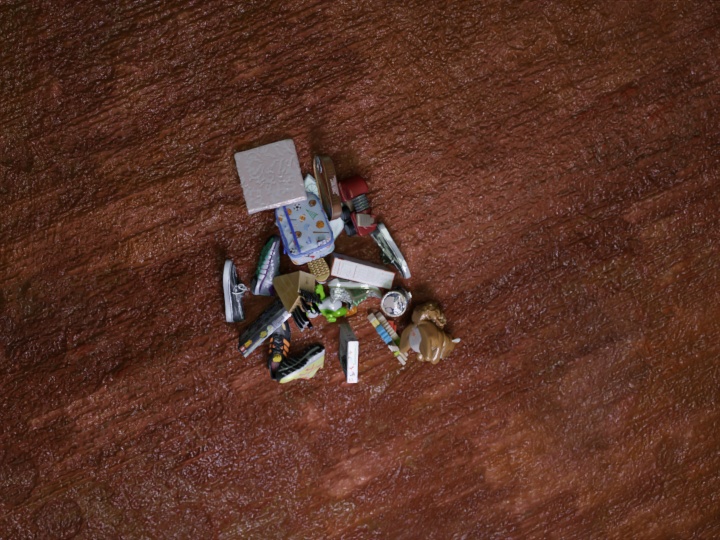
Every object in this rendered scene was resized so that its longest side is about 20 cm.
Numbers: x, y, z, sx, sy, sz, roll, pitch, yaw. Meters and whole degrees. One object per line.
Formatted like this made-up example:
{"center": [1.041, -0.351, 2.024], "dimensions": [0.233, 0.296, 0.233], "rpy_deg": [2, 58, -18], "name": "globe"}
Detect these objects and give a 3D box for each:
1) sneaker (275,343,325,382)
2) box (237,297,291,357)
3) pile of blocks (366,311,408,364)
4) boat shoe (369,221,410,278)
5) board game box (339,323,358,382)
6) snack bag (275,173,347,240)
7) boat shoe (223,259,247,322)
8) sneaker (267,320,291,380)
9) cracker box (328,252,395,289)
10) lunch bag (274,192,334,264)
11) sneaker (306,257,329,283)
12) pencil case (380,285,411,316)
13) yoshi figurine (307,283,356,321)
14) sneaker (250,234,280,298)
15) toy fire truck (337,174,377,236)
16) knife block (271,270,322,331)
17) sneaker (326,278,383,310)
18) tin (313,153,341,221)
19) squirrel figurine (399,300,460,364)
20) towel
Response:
{"center": [-0.185, 0.318, 1.717], "dimensions": [0.198, 0.077, 0.092], "rpy_deg": [-25, 122, -39], "name": "sneaker"}
{"center": [-0.298, 0.167, 1.676], "dimensions": [0.199, 0.137, 0.040], "rpy_deg": [-43, 106, 1], "name": "box"}
{"center": [0.105, 0.214, 1.766], "dimensions": [0.062, 0.082, 0.201], "rpy_deg": [-37, 102, 0], "name": "pile of blocks"}
{"center": [0.092, -0.055, 1.728], "dimensions": [0.063, 0.071, 0.202], "rpy_deg": [-31, 94, -2], "name": "boat shoe"}
{"center": [-0.039, 0.256, 1.694], "dimensions": [0.034, 0.200, 0.130], "rpy_deg": [0, 101, -10], "name": "board game box"}
{"center": [-0.140, -0.170, 1.698], "dimensions": [0.198, 0.021, 0.190], "rpy_deg": [35, 94, -15], "name": "snack bag"}
{"center": [-0.390, 0.065, 1.677], "dimensions": [0.066, 0.074, 0.205], "rpy_deg": [-1, 100, -3], "name": "boat shoe"}
{"center": [-0.261, 0.253, 1.720], "dimensions": [0.068, 0.090, 0.205], "rpy_deg": [6, 99, -8], "name": "sneaker"}
{"center": [0.000, 0.000, 1.689], "dimensions": [0.195, 0.134, 0.059], "rpy_deg": [15, 98, -9], "name": "cracker box"}
{"center": [-0.170, -0.122, 1.608], "dimensions": [0.157, 0.076, 0.203], "rpy_deg": [-19, 68, -7], "name": "lunch bag"}
{"center": [-0.154, -0.054, 1.678], "dimensions": [0.073, 0.090, 0.204], "rpy_deg": [-18, 80, -8], "name": "sneaker"}
{"center": [0.112, 0.094, 1.685], "dimensions": [0.088, 0.200, 0.079], "rpy_deg": [-29, 89, 8], "name": "pencil case"}
{"center": [-0.112, 0.102, 1.688], "dimensions": [0.195, 0.112, 0.115], "rpy_deg": [-6, 112, -19], "name": "yoshi figurine"}
{"center": [-0.278, -0.014, 1.693], "dimensions": [0.086, 0.074, 0.204], "rpy_deg": [16, 104, -29], "name": "sneaker"}
{"center": [-0.007, -0.191, 1.603], "dimensions": [0.127, 0.199, 0.180], "rpy_deg": [-25, 100, -21], "name": "toy fire truck"}
{"center": [-0.193, 0.099, 1.603], "dimensions": [0.063, 0.198, 0.180], "rpy_deg": [18, 70, -41], "name": "knife block"}
{"center": [-0.021, 0.082, 1.681], "dimensions": [0.196, 0.076, 0.091], "rpy_deg": [11, 80, -26], "name": "sneaker"}
{"center": [-0.100, -0.252, 1.620], "dimensions": [0.041, 0.111, 0.205], "rpy_deg": [-15, 101, -23], "name": "tin"}
{"center": [0.241, 0.200, 1.742], "dimensions": [0.184, 0.140, 0.205], "rpy_deg": [12, 79, -37], "name": "squirrel figurine"}
{"center": [-0.270, -0.283, 1.617], "dimensions": [0.187, 0.032, 0.204], "rpy_deg": [-15, 76, -3], "name": "towel"}
